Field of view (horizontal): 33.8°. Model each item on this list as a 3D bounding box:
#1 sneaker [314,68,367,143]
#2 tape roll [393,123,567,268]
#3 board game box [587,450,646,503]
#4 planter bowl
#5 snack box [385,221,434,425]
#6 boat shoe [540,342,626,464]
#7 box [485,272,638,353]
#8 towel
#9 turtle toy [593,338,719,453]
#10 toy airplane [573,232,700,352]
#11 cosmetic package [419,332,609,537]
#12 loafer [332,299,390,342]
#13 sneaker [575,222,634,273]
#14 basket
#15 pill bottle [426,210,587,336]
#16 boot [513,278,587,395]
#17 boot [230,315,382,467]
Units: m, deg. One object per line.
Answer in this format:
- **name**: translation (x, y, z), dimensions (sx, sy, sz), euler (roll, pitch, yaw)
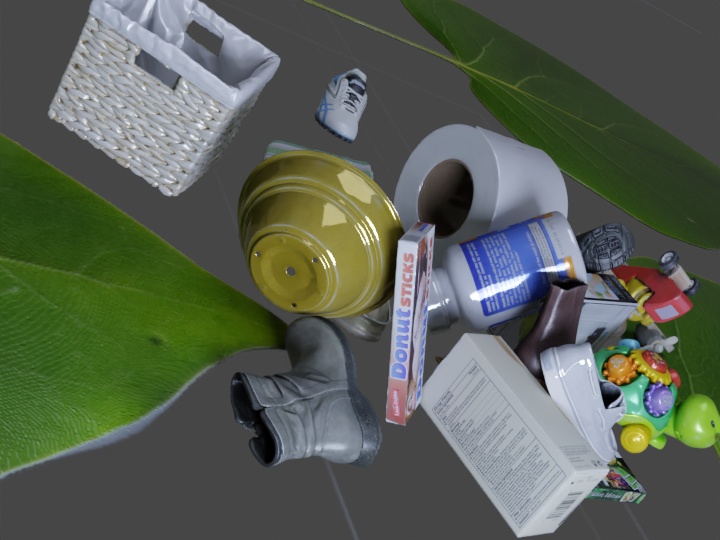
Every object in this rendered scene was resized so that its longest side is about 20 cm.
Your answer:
- **sneaker**: translation (-0.024, -0.258, 1.824), dimensions (0.072, 0.073, 0.200), euler (30, 27, -14)
- **tape roll**: translation (0.160, -0.083, 1.593), dimensions (0.139, 0.203, 0.203), euler (13, 32, -40)
- **board game box**: translation (0.239, 0.219, 1.373), dimensions (0.199, 0.024, 0.105), euler (13, 30, -39)
- **planter bowl**: translation (-0.058, -0.017, 1.232), dimensions (0.200, 0.201, 0.084), euler (36, 39, 2)
- **snack box**: translation (0.052, 0.055, 1.233), dimensions (0.024, 0.201, 0.072), euler (9, 20, 15)
- **boat shoe**: translation (0.261, 0.148, 1.321), dimensions (0.072, 0.068, 0.200), euler (-88, 153, -50)
- **box**: translation (0.270, 0.061, 1.580), dimensions (0.199, 0.117, 0.060), euler (7, 39, -48)
- **towel**: translation (-0.055, -0.121, 1.523), dimensions (0.148, 0.031, 0.200), euler (13, 17, -5)
- **turtle toy**: translation (0.374, 0.165, 1.539), dimensions (0.200, 0.101, 0.146), euler (39, 25, 8)
- **toy airplane**: translation (0.395, 0.039, 1.779), dimensions (0.200, 0.141, 0.199), euler (34, -15, 18)
- **cosmetic package**: translation (0.157, 0.172, 1.258), dimensions (0.071, 0.105, 0.200), euler (8, 38, -47)
- **loafer**: translation (0.000, 0.000, 1.391), dimensions (0.075, 0.068, 0.201), euler (22, 34, -26)
- **sneaker**: translation (0.289, -0.008, 1.673), dimensions (0.091, 0.199, 0.076), euler (-22, 94, -81)
- **basket**: translation (-0.230, -0.223, 1.399), dimensions (0.198, 0.161, 0.200), euler (34, 26, -3)
- **pill bottle**: translation (0.164, 0.009, 1.434), dimensions (0.112, 0.199, 0.113), euler (162, -90, -89)
- **boot**: translation (0.239, 0.094, 1.397), dimensions (0.072, 0.167, 0.200), euler (26, 10, 27)
- **boot**: translation (-0.067, 0.107, 1.141), dimensions (0.130, 0.068, 0.200), euler (10, 33, -32)
